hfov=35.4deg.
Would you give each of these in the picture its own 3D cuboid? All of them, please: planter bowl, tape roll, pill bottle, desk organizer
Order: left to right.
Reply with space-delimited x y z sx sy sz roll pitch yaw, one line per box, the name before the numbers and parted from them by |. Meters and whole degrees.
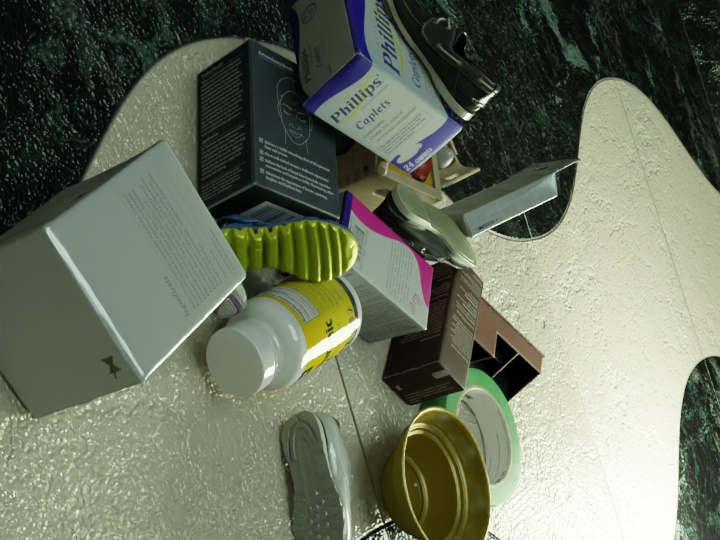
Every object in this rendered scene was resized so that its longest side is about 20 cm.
pill bottle | -0.091 0.075 1.331 0.199 0.110 0.113 -29 97 -54
planter bowl | 0.085 0.287 1.490 0.199 0.083 0.203 27 53 -44
tape roll | 0.163 0.246 1.648 0.199 0.048 0.203 28 52 -44
desk organizer | 0.201 0.123 1.742 0.200 0.071 0.078 41 46 -35

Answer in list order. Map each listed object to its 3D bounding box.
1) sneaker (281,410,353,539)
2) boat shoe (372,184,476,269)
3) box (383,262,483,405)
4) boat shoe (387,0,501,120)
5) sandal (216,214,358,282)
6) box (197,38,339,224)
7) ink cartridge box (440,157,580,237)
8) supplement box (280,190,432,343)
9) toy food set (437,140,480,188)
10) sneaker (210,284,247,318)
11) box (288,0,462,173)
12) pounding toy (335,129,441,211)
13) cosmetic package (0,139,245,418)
sneaker | -0.037 0.268 1.349 0.080 0.076 0.203 22 58 -58
boat shoe | 0.087 -0.046 1.559 0.199 0.066 0.075 30 34 -47
box | 0.107 0.084 1.607 0.075 0.099 0.201 47 41 -29
boat shoe | 0.105 -0.292 1.441 0.201 0.067 0.072 57 29 11
sandal | -0.100 -0.034 1.343 0.197 0.087 0.081 3 110 -15
box | -0.116 -0.157 1.409 0.147 0.106 0.203 20 58 -44
ink cartridge box | 0.219 -0.108 1.701 0.041 0.198 0.200 65 -8 -7
supplement box | 0.000 0.000 1.492 0.200 0.102 0.102 39 47 -38
toy food set | 0.119 -0.238 1.816 0.143 0.060 0.202 -28 97 -55
sneaker | -0.197 -0.032 1.247 0.200 0.075 0.100 42 35 -12
box | 0.018 -0.260 1.454 0.199 0.105 0.186 27 39 -38
pounding toy | 0.029 -0.172 1.589 0.199 0.141 0.187 18 59 -48
cosmetic package | -0.252 0.007 1.095 0.168 0.166 0.200 60 35 -15
